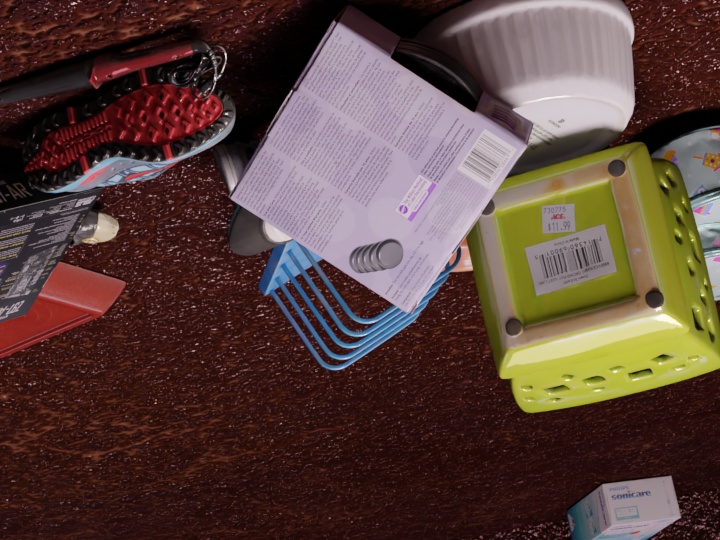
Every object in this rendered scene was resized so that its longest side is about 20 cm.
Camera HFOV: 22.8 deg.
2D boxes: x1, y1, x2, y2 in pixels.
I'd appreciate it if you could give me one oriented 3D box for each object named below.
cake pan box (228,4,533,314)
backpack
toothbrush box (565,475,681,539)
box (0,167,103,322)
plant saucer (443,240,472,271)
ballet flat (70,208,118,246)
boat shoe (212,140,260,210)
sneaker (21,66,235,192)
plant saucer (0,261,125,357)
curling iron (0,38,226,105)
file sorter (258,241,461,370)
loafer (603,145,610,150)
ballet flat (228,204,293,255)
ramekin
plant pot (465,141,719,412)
[{"bbox_3d":[0.016,-0.091,1.451,0.184,0.052,0.200,30,120,-5],"label":"cake pan box"},{"bbox_3d":[0.344,-0.058,1.803,0.175,0.154,0.200,3,147,-32],"label":"backpack"},{"bbox_3d":[0.494,0.459,3.370,0.145,0.086,0.200,-4,158,-18],"label":"toothbrush box"},{"bbox_3d":[-0.329,-0.012,1.542,0.161,0.044,0.200,-54,163,27],"label":"box"},{"bbox_3d":[0.134,-0.050,1.885,0.199,0.033,0.200,-10,160,-4],"label":"plant saucer"},{"bbox_3d":[-0.323,-0.031,1.665,0.199,0.057,0.066,-3,160,-21],"label":"ballet flat"},{"bbox_3d":[-0.080,-0.079,1.646,0.064,0.075,0.202,-27,160,9],"label":"boat shoe"},{"bbox_3d":[-0.184,-0.118,1.505,0.199,0.080,0.095,-12,174,25],"label":"sneaker"},{"bbox_3d":[-0.378,0.041,1.864,0.199,0.037,0.199,-21,158,28],"label":"plant saucer"},{"bbox_3d":[-0.203,-0.151,1.428,0.199,0.050,0.026,-7,-155,8],"label":"curling iron"},{"bbox_3d":[0.000,0.000,1.727,0.138,0.123,0.200,-33,172,-17],"label":"file sorter"},{"bbox_3d":[0.142,-0.107,1.698,0.199,0.074,0.071,0,168,-14],"label":"loafer"},{"bbox_3d":[-0.042,-0.078,1.543,0.068,0.068,0.200,21,113,-46],"label":"ballet flat"},{"bbox_3d":[0.141,-0.153,1.517,0.201,0.095,0.203,-10,160,-4],"label":"ramekin"},{"bbox_3d":[0.199,0.003,1.577,0.199,0.200,0.181,-15,165,14],"label":"plant pot"}]
